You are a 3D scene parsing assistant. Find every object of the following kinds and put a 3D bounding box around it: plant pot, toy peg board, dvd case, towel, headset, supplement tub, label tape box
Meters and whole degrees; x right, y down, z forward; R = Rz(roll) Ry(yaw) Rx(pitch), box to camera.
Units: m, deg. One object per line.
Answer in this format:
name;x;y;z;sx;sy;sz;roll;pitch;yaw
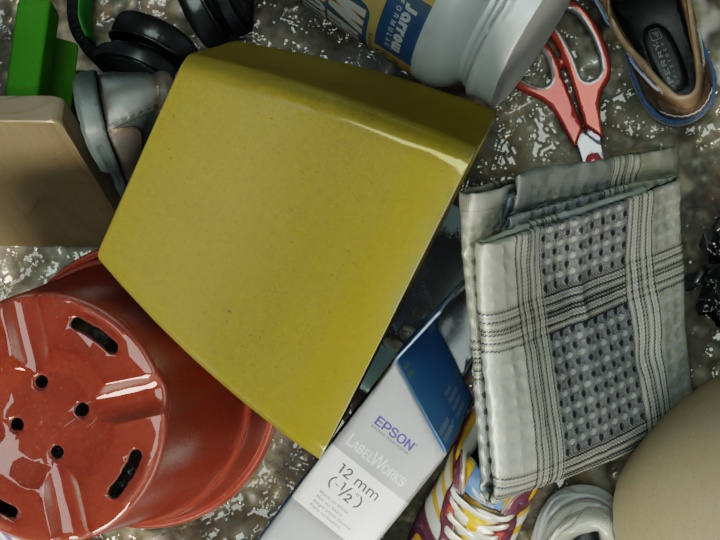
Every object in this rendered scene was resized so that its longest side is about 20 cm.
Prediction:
plant pot;-0.043;-0.038;0.993;0.175;0.200;0.201;28;104;2
toy peg board;-0.264;-0.098;1.084;0.197;0.200;0.099;1;68;7
dvd case;0.000;0.000;1.125;0.199;0.022;0.147;31;90;9
plant pot;-0.167;0.083;1.039;0.199;0.195;0.203;0;92;9
towel;0.144;0.028;1.024;0.191;0.034;0.202;-14;104;-35
headset;-0.118;-0.161;1.125;0.123;0.094;0.200;-42;61;0
plant pot;0.239;0.156;1.021;0.134;0.199;0.202;-14;84;39
supplement tub;0.037;-0.213;1.070;0.199;0.145;0.145;34;90;9
label tape box;0.022;0.107;1.032;0.066;0.143;0.200;39;104;3

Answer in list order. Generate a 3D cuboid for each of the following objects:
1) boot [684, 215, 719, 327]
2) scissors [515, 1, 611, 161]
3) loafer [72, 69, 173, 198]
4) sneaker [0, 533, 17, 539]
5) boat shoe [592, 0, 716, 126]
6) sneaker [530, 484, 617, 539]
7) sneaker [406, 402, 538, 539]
boot;0.323;-0.020;1.065;0.197;0.073;0.164;17;86;14
scissors;0.163;-0.089;1.116;0.073;0.014;0.201;-27;82;2
loafer;-0.138;-0.086;1.057;0.062;0.200;0.073;-14;83;0
sneaker;-0.287;0.180;1.120;0.114;0.073;0.201;-39;83;5
boat shoe;0.188;-0.197;1.091;0.072;0.072;0.201;-27;84;4
sneaker;0.126;0.241;1.055;0.077;0.099;0.202;9;87;7
sneaker;0.075;0.158;1.071;0.074;0.090;0.202;18;88;7
